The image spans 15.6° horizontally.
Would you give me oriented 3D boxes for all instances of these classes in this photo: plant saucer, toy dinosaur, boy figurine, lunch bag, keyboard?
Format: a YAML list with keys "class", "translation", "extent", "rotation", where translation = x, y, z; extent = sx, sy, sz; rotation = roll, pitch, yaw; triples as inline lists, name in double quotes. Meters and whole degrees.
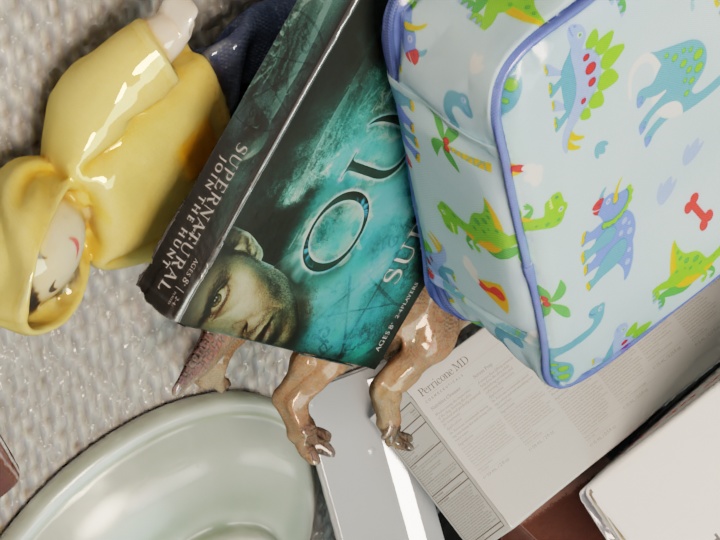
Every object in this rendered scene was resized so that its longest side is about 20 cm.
- class: "plant saucer"
  translation: [-0.088, 0.148, 1.189]
  extent: [0.200, 0.050, 0.201]
  rotation: [-30, 143, -26]
- class: "toy dinosaur"
  translation: [0.000, 0.000, 1.111]
  extent: [0.199, 0.086, 0.136]
  rotation: [-4, 122, -34]
- class: "boy figurine"
  translation: [-0.075, -0.048, 0.988]
  extent: [0.200, 0.064, 0.125]
  rotation: [-34, 145, -28]
- class: "lunch bag"
  translation: [0.093, -0.065, 0.990]
  extent: [0.161, 0.082, 0.200]
  rotation: [-38, 142, -18]
- class: "keyboard"
  translation: [0.019, 0.145, 1.226]
  extent: [0.056, 0.011, 0.201]
  rotation: [-18, 95, -31]

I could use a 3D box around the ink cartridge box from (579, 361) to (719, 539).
- class: "ink cartridge box"
  translation: [0.202, 0.074, 1.258]
  extent: [0.146, 0.085, 0.200]
  rotation: [-41, 177, 21]

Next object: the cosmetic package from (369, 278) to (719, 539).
- class: "cosmetic package"
  translation: [0.105, 0.042, 1.242]
  extent: [0.200, 0.083, 0.051]
  rotation: [-34, 175, -30]

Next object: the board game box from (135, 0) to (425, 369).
- class: "board game box"
  translation: [0.010, -0.061, 0.994]
  extent: [0.135, 0.028, 0.201]
  rotation: [15, 108, -54]

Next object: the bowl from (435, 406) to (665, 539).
- class: "bowl"
  translation: [0.077, 0.117, 1.353]
  extent: [0.200, 0.039, 0.201]
  rotation: [-29, 143, -25]

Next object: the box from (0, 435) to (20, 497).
- class: "box"
  translation: [-0.243, 0.038, 0.789]
  extent: [0.200, 0.166, 0.164]
  rotation: [-40, 147, -13]

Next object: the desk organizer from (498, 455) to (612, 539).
- class: "desk organizer"
  translation: [0.115, 0.190, 1.366]
  extent: [0.072, 0.077, 0.201]
  rotation: [-29, 143, -26]
